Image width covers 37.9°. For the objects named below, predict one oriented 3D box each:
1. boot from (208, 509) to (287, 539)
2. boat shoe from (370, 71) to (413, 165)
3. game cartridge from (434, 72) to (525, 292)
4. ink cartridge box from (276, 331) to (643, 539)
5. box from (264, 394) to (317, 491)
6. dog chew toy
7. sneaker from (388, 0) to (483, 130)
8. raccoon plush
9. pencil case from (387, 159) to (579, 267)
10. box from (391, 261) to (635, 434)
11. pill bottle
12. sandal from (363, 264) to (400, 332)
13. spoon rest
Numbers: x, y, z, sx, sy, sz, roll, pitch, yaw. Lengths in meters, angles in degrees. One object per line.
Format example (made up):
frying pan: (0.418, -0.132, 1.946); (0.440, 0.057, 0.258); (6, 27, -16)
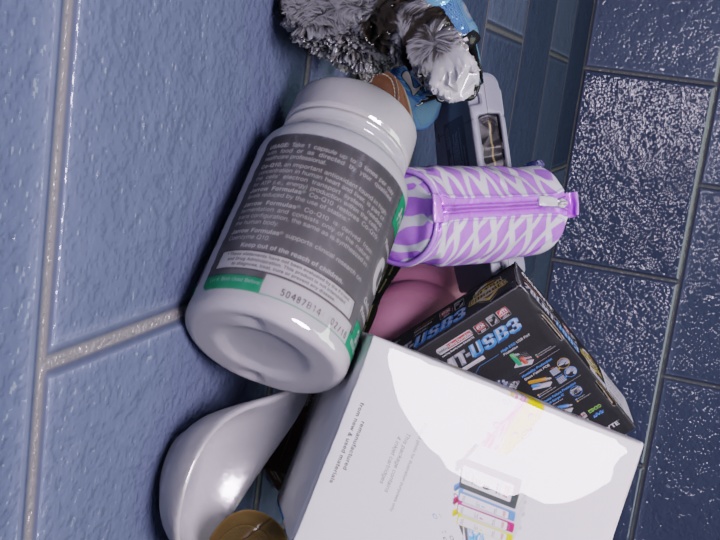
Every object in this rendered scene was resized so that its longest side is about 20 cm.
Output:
boot: (-0.105, 0.270, 0.738); (0.201, 0.072, 0.155); (-61, 170, -15)
boat shoe: (-0.007, -0.081, 0.850); (0.072, 0.075, 0.201); (60, 42, -63)
game cartridge: (0.110, -0.079, 1.009); (0.133, 0.040, 0.201); (175, -93, -75)
ink cartridge box: (0.062, 0.144, 0.734); (0.147, 0.199, 0.145); (170, -58, -81)
box: (0.028, 0.157, 0.886); (0.075, 0.199, 0.101); (78, 27, -60)
dog chew toy: (0.063, 0.041, 1.094); (0.200, 0.124, 0.125); (-72, 164, -50)
sneaker: (0.061, -0.170, 0.920); (0.078, 0.090, 0.200); (-35, 165, -13)
raccoon plush: (0.022, -0.150, 0.747); (0.200, 0.097, 0.134); (61, 12, 29)
pencil case: (0.093, -0.045, 0.853); (0.199, 0.085, 0.084); (-8, 98, -45)
box: (0.119, 0.121, 0.977); (0.199, 0.200, 0.050); (48, 19, -21)
pill bottle: (-0.033, -0.028, 0.718); (0.113, 0.113, 0.201); (75, 30, -56)
sandal: (-0.001, 0.001, 0.967); (0.202, 0.057, 0.080); (-66, 168, 6)
spoon rest: (-0.082, 0.108, 0.733); (0.100, 0.060, 0.200); (88, 20, -44)
